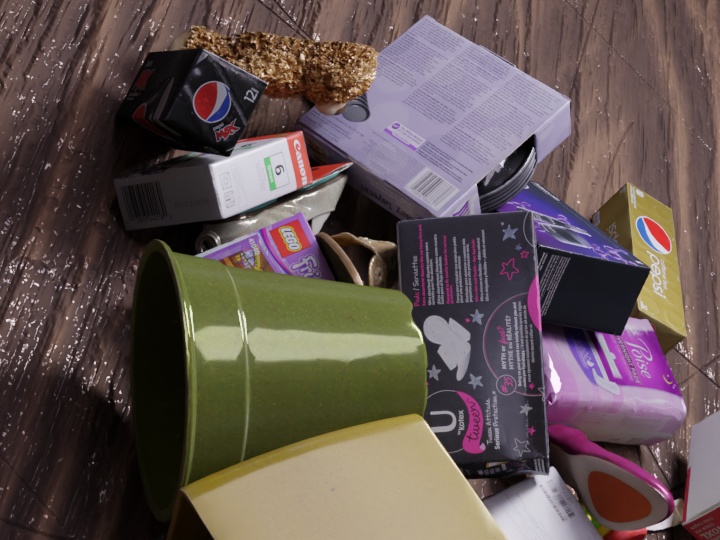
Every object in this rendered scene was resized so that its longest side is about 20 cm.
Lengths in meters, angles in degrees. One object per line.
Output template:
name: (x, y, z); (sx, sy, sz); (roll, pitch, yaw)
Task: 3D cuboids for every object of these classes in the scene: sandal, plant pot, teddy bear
sandal: (-0.002, -0.005, 1.470); (0.069, 0.212, 0.078); (-22, 96, -14)
plant pot: (-0.004, 0.213, 1.197); (0.176, 0.200, 0.200); (-29, 75, -21)
plant pot: (-0.058, 0.078, 1.287); (0.189, 0.200, 0.201); (0, 52, -19)
teddy bear: (-0.084, -0.183, 1.620); (0.199, 0.067, 0.145); (7, 2, -10)

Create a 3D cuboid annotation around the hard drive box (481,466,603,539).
hard drive box: (0.124, 0.264, 1.428); (0.200, 0.077, 0.156); (-14, 65, -50)

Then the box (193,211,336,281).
box: (-0.067, 0.069, 1.395); (0.136, 0.039, 0.201); (-22, 73, -12)

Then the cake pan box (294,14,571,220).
cake pan box: (0.072, -0.133, 1.645); (0.200, 0.052, 0.184); (34, 66, 29)

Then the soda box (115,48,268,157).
soda box: (-0.146, -0.141, 1.479); (0.063, 0.071, 0.200); (29, -5, -19)

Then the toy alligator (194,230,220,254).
toy alligator: (-0.087, 0.053, 1.446); (0.200, 0.059, 0.054); (51, 37, 9)

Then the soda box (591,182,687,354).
soda box: (0.292, 0.004, 1.858); (0.068, 0.064, 0.201); (28, 39, -21)

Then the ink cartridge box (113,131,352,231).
ink cartridge box: (-0.106, -0.085, 1.517); (0.200, 0.109, 0.051); (-27, 108, -53)

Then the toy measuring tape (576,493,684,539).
toy measuring tape: (0.254, 0.216, 1.607); (0.199, 0.074, 0.074); (0, 54, -43)

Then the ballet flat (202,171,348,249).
ballet flat: (-0.073, -0.042, 1.565); (0.200, 0.067, 0.063); (-27, 107, -53)

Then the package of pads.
package of pads: (0.210, 0.100, 1.675); (0.199, 0.076, 0.121); (9, 50, -39)

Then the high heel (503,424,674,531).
high heel: (0.216, 0.169, 1.524); (0.096, 0.200, 0.068); (-19, 111, -34)

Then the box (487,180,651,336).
box: (0.156, -0.024, 1.672); (0.141, 0.079, 0.200); (13, 19, -35)

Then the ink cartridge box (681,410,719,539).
ink cartridge box: (0.408, 0.241, 1.700); (0.200, 0.084, 0.145); (42, 35, -17)

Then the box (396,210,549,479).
box: (0.092, 0.066, 1.442); (0.132, 0.114, 0.201); (63, 24, -76)
